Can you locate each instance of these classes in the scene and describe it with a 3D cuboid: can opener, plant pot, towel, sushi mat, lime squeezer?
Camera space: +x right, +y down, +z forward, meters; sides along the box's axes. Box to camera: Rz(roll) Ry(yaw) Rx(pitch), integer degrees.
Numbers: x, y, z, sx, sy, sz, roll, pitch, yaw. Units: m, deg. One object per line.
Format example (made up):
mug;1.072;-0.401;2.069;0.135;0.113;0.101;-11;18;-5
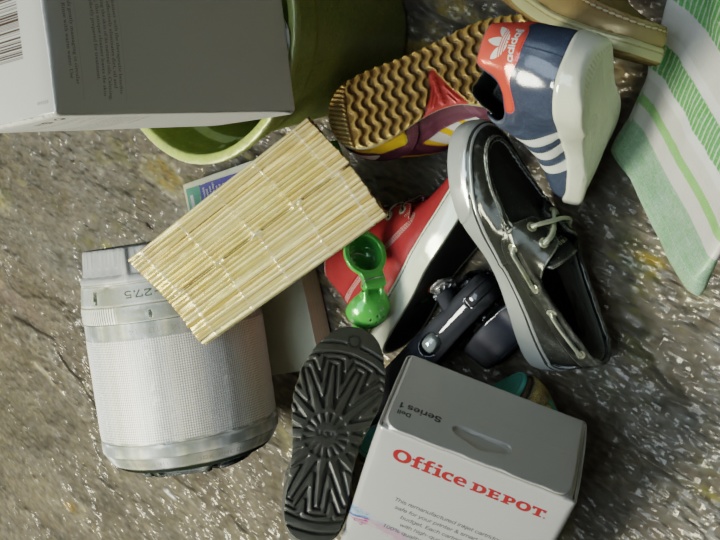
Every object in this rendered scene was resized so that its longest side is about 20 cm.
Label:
can opener;0.056;0.069;0.860;0.200;0.063;0.079;-44;71;35
plant pot;-0.067;-0.192;0.837;0.199;0.183;0.203;8;103;37
towel;0.211;-0.110;0.646;0.153;0.023;0.201;-102;17;-45
sushi mat;-0.082;-0.026;0.820;0.199;0.012;0.096;-35;101;21
lime squeezer;0.000;0.000;0.843;0.071;0.037;0.202;-123;29;-67

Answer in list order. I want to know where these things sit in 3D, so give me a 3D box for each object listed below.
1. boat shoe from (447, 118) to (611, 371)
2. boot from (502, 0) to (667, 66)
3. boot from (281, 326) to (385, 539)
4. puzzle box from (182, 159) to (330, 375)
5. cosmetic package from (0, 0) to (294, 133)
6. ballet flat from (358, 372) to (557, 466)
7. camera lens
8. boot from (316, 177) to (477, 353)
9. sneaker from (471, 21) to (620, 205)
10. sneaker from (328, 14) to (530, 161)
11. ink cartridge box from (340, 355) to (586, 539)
boat shoe;0.129;-0.020;0.762;0.063;0.071;0.201;-7;113;53
boot;0.158;-0.235;0.696;0.156;0.072;0.200;-62;37;21
boot;-0.028;0.147;0.890;0.072;0.200;0.184;17;80;5
puzzle box;-0.098;0.000;0.998;0.132;0.025;0.202;-12;90;40
cosmetic package;-0.138;-0.144;0.655;0.084;0.199;0.109;-4;94;37
ballet flat;0.080;0.141;0.859;0.199;0.070;0.071;-28;80;40
camera lens;-0.162;0.073;0.943;0.159;0.159;0.202;-5;95;39
boot;0.025;-0.049;0.863;0.145;0.072;0.201;50;128;23
sneaker;0.121;-0.108;0.699;0.084;0.200;0.076;21;77;19
sneaker;0.077;-0.136;0.808;0.198;0.090;0.076;-13;82;13
ink cartridge box;0.069;0.180;0.794;0.144;0.084;0.201;20;129;6
